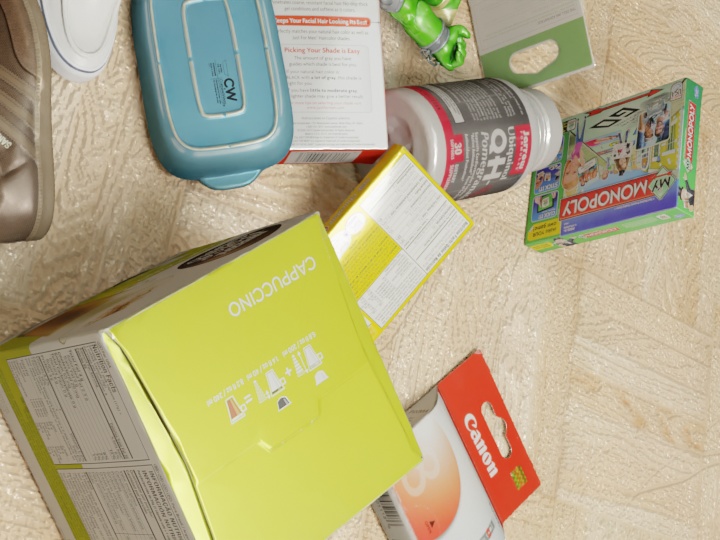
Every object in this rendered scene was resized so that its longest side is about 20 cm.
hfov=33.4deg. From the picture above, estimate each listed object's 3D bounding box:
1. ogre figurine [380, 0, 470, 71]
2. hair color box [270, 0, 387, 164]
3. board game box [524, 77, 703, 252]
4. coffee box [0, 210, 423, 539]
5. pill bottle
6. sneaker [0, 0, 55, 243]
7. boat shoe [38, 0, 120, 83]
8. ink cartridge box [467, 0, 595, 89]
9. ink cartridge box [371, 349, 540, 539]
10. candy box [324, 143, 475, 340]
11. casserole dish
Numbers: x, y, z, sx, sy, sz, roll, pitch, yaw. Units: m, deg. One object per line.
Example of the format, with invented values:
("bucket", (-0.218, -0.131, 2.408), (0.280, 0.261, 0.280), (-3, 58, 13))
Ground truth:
("ogre figurine", (0.049, -0.302, 1.136), (0.119, 0.097, 0.203), (15, 83, -49))
("hair color box", (-0.040, -0.196, 1.037), (0.109, 0.064, 0.203), (-1, 83, -13))
("board game box", (0.250, -0.101, 1.200), (0.029, 0.199, 0.137), (22, 68, -33))
("coffee box", (-0.113, 0.099, 0.855), (0.199, 0.196, 0.202), (-31, 102, -39))
("pill bottle", (0.099, -0.124, 1.134), (0.198, 0.110, 0.112), (-14, 91, -41))
("sneaker", (-0.264, -0.121, 0.851), (0.075, 0.070, 0.203), (-4, 84, -39))
("boat shoe", (-0.210, -0.249, 0.923), (0.073, 0.065, 0.203), (5, 79, -40))
("ink cartridge box", (0.170, -0.287, 1.202), (0.048, 0.145, 0.203), (-16, 92, -41))
("ink cartridge box", (0.098, 0.192, 1.118), (0.199, 0.050, 0.164), (-35, 105, -35))
("candy box", (0.000, 0.000, 1.025), (0.200, 0.026, 0.102), (-49, 118, -4))
("casserole dish", (-0.119, -0.167, 0.967), (0.119, 0.039, 0.203), (-9, 85, -10))
